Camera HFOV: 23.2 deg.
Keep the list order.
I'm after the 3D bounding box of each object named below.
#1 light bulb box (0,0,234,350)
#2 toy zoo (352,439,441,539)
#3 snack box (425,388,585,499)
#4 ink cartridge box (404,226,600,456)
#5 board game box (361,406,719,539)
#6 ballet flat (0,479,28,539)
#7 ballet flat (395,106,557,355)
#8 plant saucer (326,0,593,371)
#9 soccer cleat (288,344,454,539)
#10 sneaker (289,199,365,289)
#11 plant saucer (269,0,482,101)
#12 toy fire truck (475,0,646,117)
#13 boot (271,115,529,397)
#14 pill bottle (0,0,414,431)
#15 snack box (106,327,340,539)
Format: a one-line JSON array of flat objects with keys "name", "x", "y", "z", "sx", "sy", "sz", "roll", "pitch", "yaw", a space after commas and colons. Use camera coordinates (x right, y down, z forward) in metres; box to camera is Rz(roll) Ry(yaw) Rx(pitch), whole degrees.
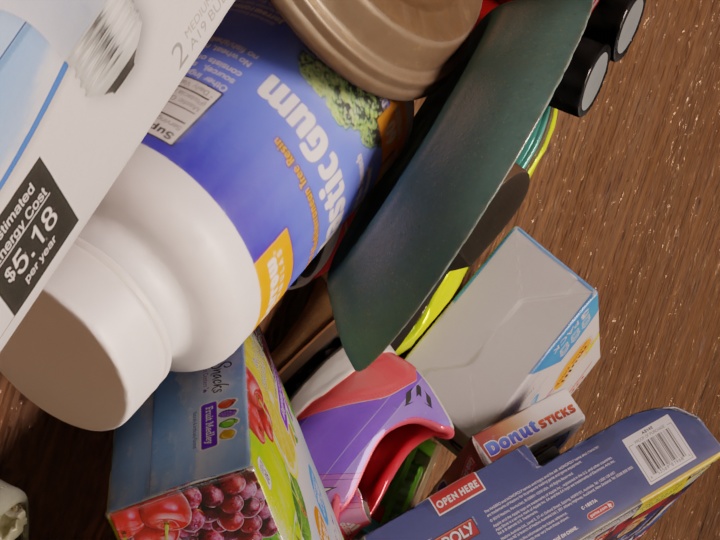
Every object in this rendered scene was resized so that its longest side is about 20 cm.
[{"name": "light bulb box", "x": -0.154, "y": -0.094, "z": 0.508, "sx": 0.199, "sy": 0.124, "sz": 0.201, "roll": -60, "pitch": 153, "yaw": -21}, {"name": "toy zoo", "x": -0.013, "y": 0.141, "z": 1.069, "sx": 0.132, "sy": 0.020, "sz": 0.200, "roll": -66, "pitch": 154, "yaw": -10}, {"name": "snack box", "x": 0.068, "y": 0.137, "z": 1.053, "sx": 0.071, "sy": 0.024, "sz": 0.201, "roll": -23, "pitch": 159, "yaw": -28}, {"name": "ink cartridge box", "x": 0.092, "y": 0.063, "z": 1.099, "sx": 0.115, "sy": 0.068, "sz": 0.200, "roll": -49, "pitch": 164, "yaw": -7}, {"name": "board game box", "x": 0.082, "y": 0.157, "z": 0.991, "sx": 0.199, "sy": 0.062, "sz": 0.200, "roll": -27, "pitch": 162, "yaw": -21}, {"name": "ballet flat", "x": -0.159, "y": 0.163, "z": 0.745, "sx": 0.067, "sy": 0.063, "sz": 0.202, "roll": -45, "pitch": 145, "yaw": -42}, {"name": "ballet flat", "x": 0.051, "y": -0.030, "z": 1.039, "sx": 0.201, "sy": 0.066, "sz": 0.067, "roll": -57, "pitch": 164, "yaw": -14}, {"name": "plant saucer", "x": 0.036, "y": -0.049, "z": 0.797, "sx": 0.201, "sy": 0.036, "sz": 0.200, "roll": -58, "pitch": -175, "yaw": 8}, {"name": "soccer cleat", "x": -0.037, "y": 0.125, "z": 0.906, "sx": 0.200, "sy": 0.073, "sz": 0.068, "roll": -48, "pitch": 155, "yaw": -4}, {"name": "sneaker", "x": -0.009, "y": -0.088, "z": 0.876, "sx": 0.085, "sy": 0.076, "sz": 0.202, "roll": -16, "pitch": 132, "yaw": -66}, {"name": "plant saucer", "x": -0.003, "y": -0.170, "z": 0.739, "sx": 0.200, "sy": 0.029, "sz": 0.202, "roll": 37, "pitch": 42, "yaw": -43}, {"name": "toy fire truck", "x": 0.106, "y": -0.218, "z": 0.972, "sx": 0.177, "sy": 0.128, "sz": 0.201, "roll": -54, "pitch": 160, "yaw": -31}, {"name": "boot", "x": 0.000, "y": 0.000, "z": 0.960, "sx": 0.200, "sy": 0.075, "sz": 0.074, "roll": -47, "pitch": 160, "yaw": -8}, {"name": "pill bottle", "x": -0.070, "y": -0.030, "z": 0.733, "sx": 0.200, "sy": 0.111, "sz": 0.113, "roll": -51, "pitch": 148, "yaw": -36}, {"name": "snack box", "x": -0.045, "y": 0.135, "z": 0.782, "sx": 0.169, "sy": 0.067, "sz": 0.202, "roll": -101, "pitch": 173, "yaw": -65}]
